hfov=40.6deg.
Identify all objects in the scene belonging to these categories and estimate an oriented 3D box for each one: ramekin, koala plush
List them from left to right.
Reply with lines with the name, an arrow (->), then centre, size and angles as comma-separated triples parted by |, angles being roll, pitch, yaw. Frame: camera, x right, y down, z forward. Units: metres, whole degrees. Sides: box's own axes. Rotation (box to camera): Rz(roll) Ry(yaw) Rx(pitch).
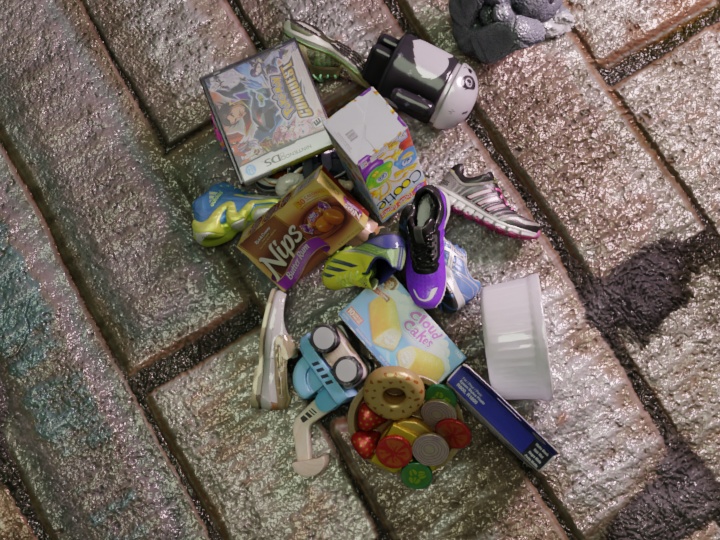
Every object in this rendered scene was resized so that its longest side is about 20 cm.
ramekin -> 0.249, 0.111, 1.554 | 0.096, 0.200, 0.204 | -7, 80, 10
koala plush -> 0.271, -0.462, 1.683 | 0.199, 0.184, 0.179 | -29, 89, -23

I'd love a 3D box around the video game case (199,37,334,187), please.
video game case -> -0.155, -0.267, 1.641 | 0.179, 0.026, 0.202 | -23, 82, 1

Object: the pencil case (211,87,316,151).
pencil case -> -0.160, -0.266, 1.693 | 0.197, 0.088, 0.090 | -12, 80, 4

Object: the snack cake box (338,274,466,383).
snack cake box -> 0.070, 0.111, 1.626 | 0.115, 0.067, 0.200 | -42, 81, -3

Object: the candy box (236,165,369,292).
candy box -> -0.096, -0.067, 1.605 | 0.199, 0.057, 0.117 | -36, 110, 26

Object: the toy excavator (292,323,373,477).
toy excavator -> -0.067, 0.212, 1.614 | 0.199, 0.100, 0.195 | -38, 79, 10

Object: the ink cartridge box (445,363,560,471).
ink cartridge box -> 0.216, 0.232, 1.530 | 0.199, 0.200, 0.041 | 44, 85, 10

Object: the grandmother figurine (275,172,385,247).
grandmother figurine -> -0.053, -0.102, 1.640 | 0.199, 0.061, 0.122 | 31, 90, -13

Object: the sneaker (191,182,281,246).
sneaker -> -0.202, -0.118, 1.678 | 0.197, 0.076, 0.106 | -17, 68, -11

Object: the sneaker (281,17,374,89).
sneaker -> -0.064, -0.365, 1.728 | 0.199, 0.077, 0.089 | 34, 115, 7

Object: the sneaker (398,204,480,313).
sneaker -> 0.131, -0.025, 1.653 | 0.076, 0.076, 0.202 | -22, 76, -27

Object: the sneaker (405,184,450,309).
sneaker -> 0.100, -0.042, 1.559 | 0.069, 0.099, 0.203 | 1, 80, 15

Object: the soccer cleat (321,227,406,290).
soccer cleat -> 0.000, 0.000, 1.597 | 0.064, 0.199, 0.085 | 17, 59, -35

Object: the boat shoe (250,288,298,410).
boat shoe -> -0.138, 0.134, 1.636 | 0.067, 0.075, 0.203 | 8, 89, 1

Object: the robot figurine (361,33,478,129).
robot figurine -> 0.105, -0.327, 1.665 | 0.198, 0.125, 0.152 | 27, 81, 1

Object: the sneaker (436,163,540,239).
sneaker -> 0.222, -0.120, 1.652 | 0.198, 0.074, 0.088 | 26, 89, 12

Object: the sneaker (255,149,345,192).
sneaker -> -0.092, -0.189, 1.682 | 0.197, 0.079, 0.079 | -20, 79, -2

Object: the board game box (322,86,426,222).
board game box -> 0.029, -0.187, 1.602 | 0.103, 0.200, 0.105 | -36, 63, -4

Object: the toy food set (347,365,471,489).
toy food set -> 0.076, 0.252, 1.567 | 0.196, 0.049, 0.202 | 26, 115, -5
